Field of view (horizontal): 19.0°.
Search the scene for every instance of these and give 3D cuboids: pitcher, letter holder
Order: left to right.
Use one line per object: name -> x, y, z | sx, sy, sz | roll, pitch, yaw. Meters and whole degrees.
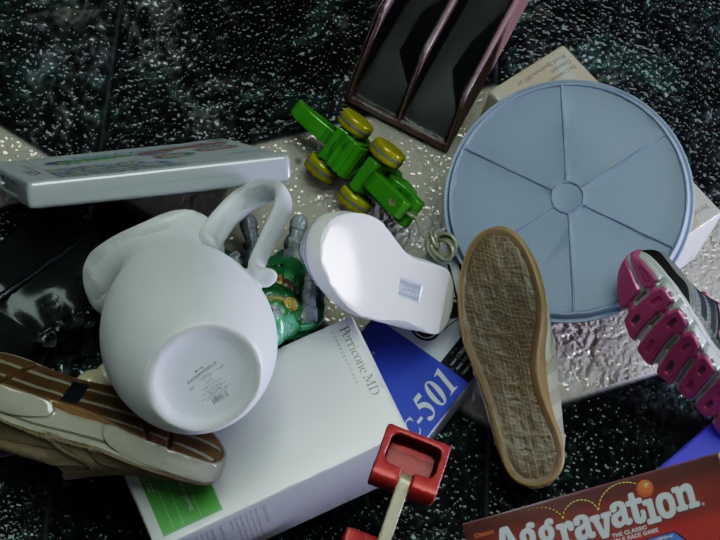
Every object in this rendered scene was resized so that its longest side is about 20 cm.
pitcher -> -0.107, 0.017, 1.506 | 0.171, 0.121, 0.200 | -38, 27, 4
letter holder -> 0.083, -0.231, 1.810 | 0.100, 0.143, 0.201 | 26, 57, 4

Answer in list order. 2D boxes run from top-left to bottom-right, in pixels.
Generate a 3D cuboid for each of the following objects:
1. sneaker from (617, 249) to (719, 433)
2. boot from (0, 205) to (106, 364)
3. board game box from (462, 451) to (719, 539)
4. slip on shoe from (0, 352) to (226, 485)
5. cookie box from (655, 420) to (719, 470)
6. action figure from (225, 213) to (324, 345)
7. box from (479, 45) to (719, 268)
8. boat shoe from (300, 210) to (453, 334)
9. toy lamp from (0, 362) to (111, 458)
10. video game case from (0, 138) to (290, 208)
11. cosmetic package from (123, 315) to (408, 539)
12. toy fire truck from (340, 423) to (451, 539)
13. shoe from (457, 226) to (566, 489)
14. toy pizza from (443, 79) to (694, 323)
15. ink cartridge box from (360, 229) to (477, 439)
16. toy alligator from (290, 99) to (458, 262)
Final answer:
sneaker -> 0.280, 0.056, 1.639 | 0.087, 0.074, 0.200 | -36, 79, -32
boot -> -0.281, -0.005, 1.629 | 0.162, 0.073, 0.199 | -34, 76, -27
board game box -> 0.181, 0.208, 1.566 | 0.198, 0.019, 0.104 | -18, 77, 13
slip on shoe -> -0.190, 0.118, 1.502 | 0.198, 0.061, 0.076 | 17, 20, 6
cookie box -> 0.294, 0.209, 1.633 | 0.199, 0.075, 0.171 | -36, 71, -29
action figure -> -0.065, 0.010, 1.622 | 0.117, 0.055, 0.200 | -2, 22, -3
box -> 0.193, -0.077, 1.781 | 0.095, 0.078, 0.200 | -34, 72, -28
boat shoe -> 0.000, 0.000, 1.584 | 0.068, 0.200, 0.073 | 7, 86, 30
toy lamp -> -0.196, 0.082, 1.605 | 0.199, 0.058, 0.058 | -28, 69, -25
video game case -> -0.172, -0.076, 1.649 | 0.198, 0.182, 0.024 | -7, 99, -17
cosmetic package -> -0.071, 0.130, 1.562 | 0.199, 0.085, 0.108 | -26, 66, -7
toy fire truck -> 0.002, 0.221, 1.501 | 0.048, 0.141, 0.201 | 20, 68, -1
shoe -> 0.116, 0.067, 1.650 | 0.069, 0.053, 0.202 | -9, 85, 7
toy pizza -> 0.165, -0.054, 1.707 | 0.198, 0.032, 0.202 | -2, 74, 7
ink cartridge box -> 0.049, 0.066, 1.680 | 0.094, 0.044, 0.200 | 34, 58, 10
toy alligator -> 0.019, -0.070, 1.745 | 0.200, 0.059, 0.054 | 44, 16, 25
